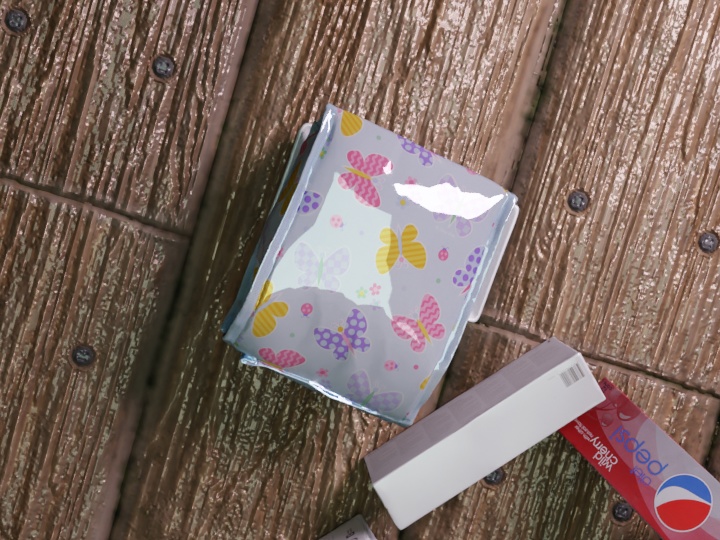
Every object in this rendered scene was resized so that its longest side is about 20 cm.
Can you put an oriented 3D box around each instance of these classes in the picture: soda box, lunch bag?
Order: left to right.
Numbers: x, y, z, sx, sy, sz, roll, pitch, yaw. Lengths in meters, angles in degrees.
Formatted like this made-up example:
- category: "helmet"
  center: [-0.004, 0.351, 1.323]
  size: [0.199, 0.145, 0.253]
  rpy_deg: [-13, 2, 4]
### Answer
- category: "lunch bag"
  center: [0.000, 0.000, 0.811]
  size: [0.168, 0.127, 0.202]
  rpy_deg: [23, 84, -9]
- category: "soda box"
  center: [0.248, 0.177, 0.832]
  size: [0.063, 0.200, 0.070]
  rpy_deg: [-46, 133, 4]

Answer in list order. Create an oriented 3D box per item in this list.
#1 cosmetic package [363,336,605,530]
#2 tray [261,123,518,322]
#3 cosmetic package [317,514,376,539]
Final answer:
- category: "cosmetic package"
  center: [0.101, 0.134, 0.875]
  size: [0.199, 0.083, 0.051]
  rpy_deg: [-32, 99, 0]
- category: "tray"
  center: [0.025, -0.040, 0.881]
  size: [0.198, 0.022, 0.108]
  rpy_deg: [21, 94, -7]
- category: "cosmetic package"
  center: [-0.055, 0.310, 0.883]
  size: [0.199, 0.071, 0.102]
  rpy_deg: [-32, 98, -2]
